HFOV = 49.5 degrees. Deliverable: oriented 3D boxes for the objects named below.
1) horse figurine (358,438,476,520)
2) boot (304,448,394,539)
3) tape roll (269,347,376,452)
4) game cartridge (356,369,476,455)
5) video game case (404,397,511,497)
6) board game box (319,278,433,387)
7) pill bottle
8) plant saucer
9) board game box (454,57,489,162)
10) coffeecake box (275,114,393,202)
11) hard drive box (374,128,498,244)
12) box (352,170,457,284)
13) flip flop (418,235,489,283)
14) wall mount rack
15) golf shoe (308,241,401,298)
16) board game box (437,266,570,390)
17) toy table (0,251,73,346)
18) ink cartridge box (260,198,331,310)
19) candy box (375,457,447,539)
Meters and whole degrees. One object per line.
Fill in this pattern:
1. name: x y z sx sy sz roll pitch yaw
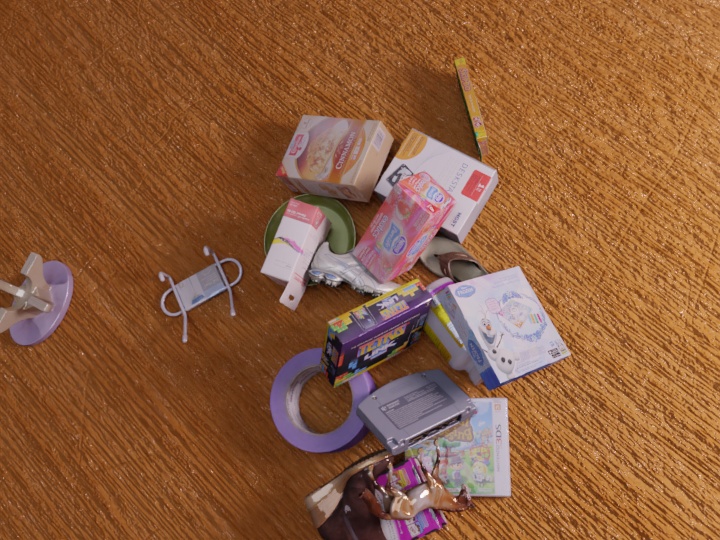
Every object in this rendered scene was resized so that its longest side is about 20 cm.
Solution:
1. horse figurine: 0.092 0.387 1.378 0.200 0.050 0.133 -17 90 -16
2. boot: 0.013 0.435 1.417 0.200 0.072 0.167 -36 83 8
3. tape roll: -0.070 0.257 1.534 0.199 0.085 0.201 -3 76 13
4. game cartridge: 0.099 0.256 1.454 0.200 0.041 0.133 -19 46 -29
5. video game case: 0.182 0.335 1.489 0.199 0.022 0.183 -3 76 13
6. board game box: 0.028 0.117 1.443 0.200 0.165 0.057 -25 63 -23
7. pill bottle: 0.188 0.118 1.498 0.104 0.104 0.200 -37 72 2
8. plant saucer: -0.104 -0.063 1.648 0.199 0.031 0.201 -3 76 13
9. board game box: 0.230 -0.326 1.601 0.030 0.096 0.201 -13 74 9
10. coffeecake box: -0.053 -0.235 1.619 0.200 0.073 0.154 11 71 32
11. hard drive box: 0.155 -0.172 1.591 0.200 0.077 0.156 29 85 18
12. box: 0.083 -0.082 1.511 0.095 0.103 0.200 46 130 15
13. flip flop: 0.197 -0.001 1.548 0.200 0.058 0.081 43 89 19
14. wall mount rack: -0.338 0.054 1.649 0.200 0.075 0.174 -29 72 6
15. golf shoe: 0.000 0.000 1.568 0.199 0.078 0.098 16 83 0
16. board game box: 0.268 0.102 1.452 0.200 0.043 0.199 -13 68 -37
17. toy table: -0.727 0.062 1.716 0.183 0.117 0.201 11 78 15
18. ink cartridge box: -0.135 -0.029 1.569 0.067 0.116 0.200 19 81 15
19. candy box: 0.043 0.451 1.458 0.200 0.061 0.137 -28 72 14
